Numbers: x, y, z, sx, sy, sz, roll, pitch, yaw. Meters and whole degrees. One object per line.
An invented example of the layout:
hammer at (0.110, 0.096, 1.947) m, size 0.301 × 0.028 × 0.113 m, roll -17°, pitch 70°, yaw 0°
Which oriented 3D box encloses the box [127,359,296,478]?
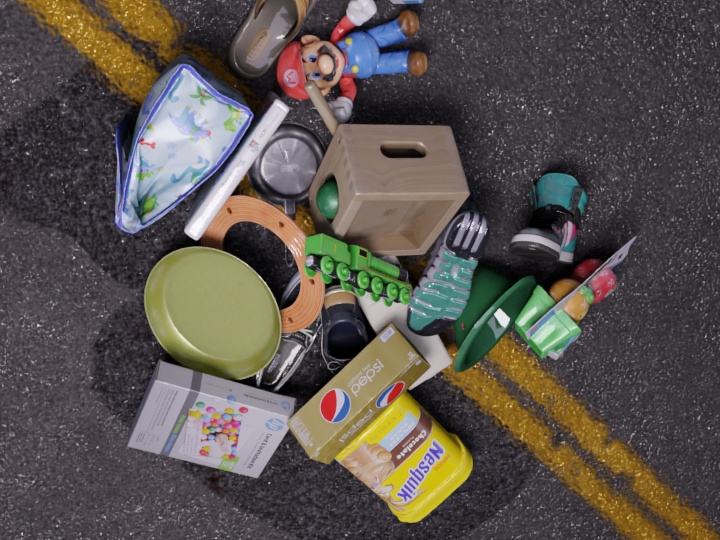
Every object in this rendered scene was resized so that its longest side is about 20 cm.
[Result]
box at (-0.209, 0.212, 1.165) m, size 0.197 × 0.042 × 0.157 m, roll 18°, pitch 129°, yaw -18°

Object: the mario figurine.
mario figurine at (-0.010, -0.266, 1.055) m, size 0.197 × 0.106 × 0.125 m, roll -19°, pitch 66°, yaw -14°

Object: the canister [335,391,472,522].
canister at (0.055, 0.263, 1.226) m, size 0.148 × 0.087 × 0.200 m, roll -42°, pitch 123°, yaw 3°

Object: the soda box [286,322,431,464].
soda box at (-0.002, 0.169, 1.130) m, size 0.200 × 0.064 × 0.068 m, roll -43°, pitch 152°, yaw 2°

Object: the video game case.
video game case at (-0.151, -0.135, 1.018) m, size 0.024 × 0.200 × 0.183 m, roll 35°, pitch 97°, yaw -15°

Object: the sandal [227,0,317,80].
sandal at (-0.103, -0.332, 1.046) m, size 0.081 × 0.055 × 0.202 m, roll 31°, pitch 98°, yaw -20°

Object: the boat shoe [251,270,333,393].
boat shoe at (-0.090, 0.090, 1.170) m, size 0.071 × 0.071 × 0.203 m, roll 22°, pitch 101°, yaw -18°

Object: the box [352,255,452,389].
box at (0.051, 0.063, 1.196) m, size 0.081 × 0.068 × 0.202 m, roll -29°, pitch 111°, yaw -3°

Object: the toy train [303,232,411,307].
toy train at (0.000, 0.000, 1.067) m, size 0.199 × 0.041 × 0.058 m, roll 22°, pitch 66°, yaw -48°

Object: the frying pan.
frying pan at (-0.111, -0.107, 1.130) m, size 0.113 × 0.031 × 0.193 m, roll 19°, pitch 99°, yaw -17°

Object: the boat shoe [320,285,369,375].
boat shoe at (-0.019, 0.107, 1.165) m, size 0.073 × 0.063 × 0.202 m, roll -9°, pitch 138°, yaw -1°

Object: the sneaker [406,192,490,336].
sneaker at (0.120, -0.005, 1.132) m, size 0.073 × 0.088 × 0.202 m, roll 21°, pitch 120°, yaw -9°

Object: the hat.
hat at (0.144, 0.016, 1.219) m, size 0.176 × 0.166 × 0.200 m, roll 42°, pitch 89°, yaw 21°

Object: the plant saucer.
plant saucer at (-0.195, 0.054, 1.123) m, size 0.196 × 0.031 × 0.203 m, roll 7°, pitch 118°, yaw 13°

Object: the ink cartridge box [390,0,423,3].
ink cartridge box at (0.065, -0.449, 0.999) m, size 0.145 × 0.147 × 0.201 m, roll 36°, pitch 97°, yaw -19°

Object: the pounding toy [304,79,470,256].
pounding toy at (0.012, -0.123, 1.059) m, size 0.196 × 0.185 × 0.144 m, roll -3°, pitch 63°, yaw -22°

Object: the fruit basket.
fruit basket at (0.317, 0.042, 1.200) m, size 0.199 × 0.185 × 0.094 m, roll -37°, pitch 75°, yaw 2°

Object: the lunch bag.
lunch bag at (-0.231, -0.151, 1.011) m, size 0.126 × 0.170 × 0.201 m, roll 32°, pitch 100°, yaw -19°

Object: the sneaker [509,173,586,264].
sneaker at (0.263, -0.076, 1.158) m, size 0.082 × 0.199 × 0.123 m, roll 7°, pitch 90°, yaw 24°

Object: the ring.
ring at (-0.128, -0.008, 1.098) m, size 0.198 × 0.019 × 0.203 m, roll 17°, pitch 126°, yaw 25°
